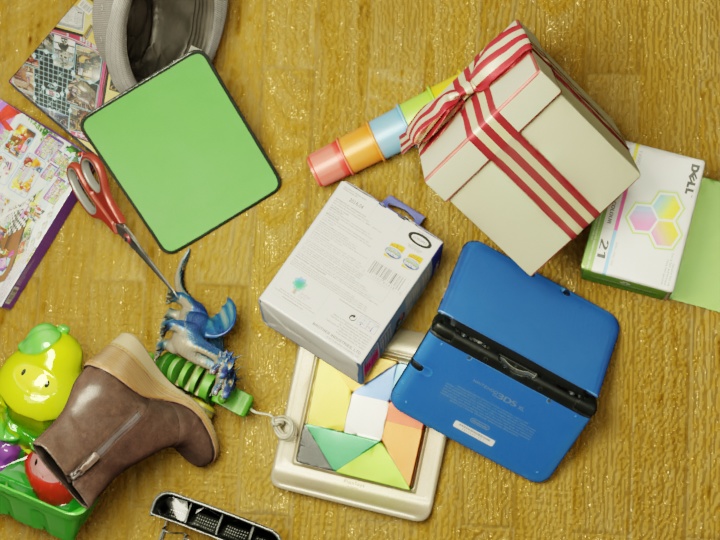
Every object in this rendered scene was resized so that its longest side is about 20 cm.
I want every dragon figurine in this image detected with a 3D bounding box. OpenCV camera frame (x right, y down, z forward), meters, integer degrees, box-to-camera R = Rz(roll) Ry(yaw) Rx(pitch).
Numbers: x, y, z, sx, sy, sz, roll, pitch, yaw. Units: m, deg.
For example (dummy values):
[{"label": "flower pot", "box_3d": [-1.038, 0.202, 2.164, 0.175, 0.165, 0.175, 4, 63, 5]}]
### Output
[{"label": "dragon figurine", "box_3d": [-0.170, 0.062, 1.694, 0.098, 0.201, 0.059, 12, 124, -8]}]

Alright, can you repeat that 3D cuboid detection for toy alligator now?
[{"label": "toy alligator", "box_3d": [-0.160, 0.131, 1.693, 0.198, 0.054, 0.060, 25, 80, 18]}]

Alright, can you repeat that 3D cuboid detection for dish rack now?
[{"label": "dish rack", "box_3d": [-0.178, 0.357, 1.679, 0.152, 0.055, 0.203, 18, 85, 10]}]

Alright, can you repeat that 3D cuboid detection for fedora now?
[{"label": "fedora", "box_3d": [-0.231, -0.285, 1.690, 0.090, 0.176, 0.202, 27, 128, 32]}]

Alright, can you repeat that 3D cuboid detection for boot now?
[{"label": "boot", "box_3d": [-0.247, 0.186, 1.635, 0.072, 0.201, 0.167, -1, 45, 43]}]

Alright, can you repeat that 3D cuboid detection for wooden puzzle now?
[{"label": "wooden puzzle", "box_3d": [0.007, 0.157, 1.692, 0.182, 0.037, 0.203, 12, 84, 9]}]

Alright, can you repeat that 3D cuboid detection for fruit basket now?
[{"label": "fruit basket", "box_3d": [-0.352, 0.165, 1.654, 0.213, 0.217, 0.156, 20, 45, 9]}]

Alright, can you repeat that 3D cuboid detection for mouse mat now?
[{"label": "mouse mat", "box_3d": [-0.195, -0.128, 1.704, 0.160, 0.008, 0.201, -30, 123, 1]}]

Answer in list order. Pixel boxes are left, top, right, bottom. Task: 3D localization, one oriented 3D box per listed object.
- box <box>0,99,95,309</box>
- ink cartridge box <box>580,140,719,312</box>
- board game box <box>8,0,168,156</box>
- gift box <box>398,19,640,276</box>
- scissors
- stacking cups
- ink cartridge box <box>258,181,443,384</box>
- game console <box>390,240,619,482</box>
[{"label": "box", "box_3d": [-0.408, -0.077, 1.771, 0.136, 0.039, 0.201, 31, 87, 9]}, {"label": "ink cartridge box", "box_3d": [0.350, -0.042, 1.657, 0.197, 0.076, 0.150, 15, 84, 10]}, {"label": "board game box", "box_3d": [-0.286, -0.203, 1.771, 0.199, 0.035, 0.136, 40, 84, 10]}, {"label": "gift box", "box_3d": [0.155, -0.137, 1.613, 0.186, 0.200, 0.185, 41, 103, -22]}, {"label": "scissors", "box_3d": [-0.264, -0.042, 1.708, 0.014, 0.073, 0.201, -28, 82, -40]}, {"label": "stacking cups", "box_3d": [0.033, -0.157, 1.721, 0.198, 0.061, 0.061, -23, 80, 5]}, {"label": "ink cartridge box", "box_3d": [0.000, 0.000, 1.679, 0.136, 0.076, 0.201, 31, 73, 11]}, {"label": "game console", "box_3d": [0.157, 0.099, 1.670, 0.198, 0.119, 0.172, 28, 117, -5]}]
